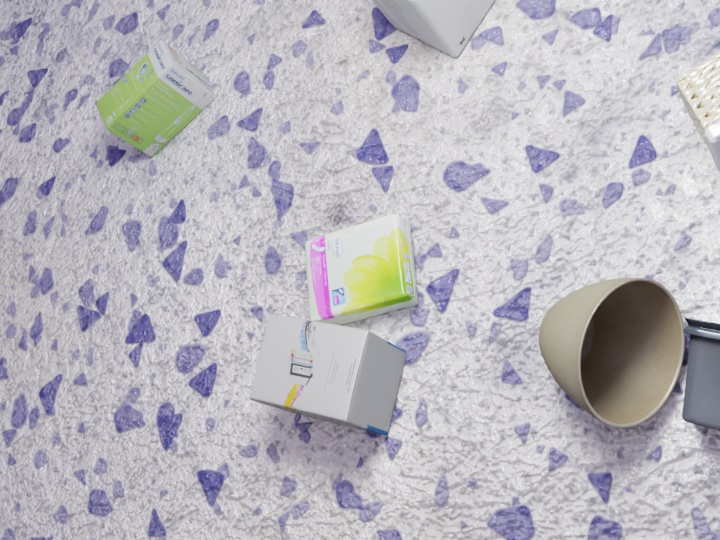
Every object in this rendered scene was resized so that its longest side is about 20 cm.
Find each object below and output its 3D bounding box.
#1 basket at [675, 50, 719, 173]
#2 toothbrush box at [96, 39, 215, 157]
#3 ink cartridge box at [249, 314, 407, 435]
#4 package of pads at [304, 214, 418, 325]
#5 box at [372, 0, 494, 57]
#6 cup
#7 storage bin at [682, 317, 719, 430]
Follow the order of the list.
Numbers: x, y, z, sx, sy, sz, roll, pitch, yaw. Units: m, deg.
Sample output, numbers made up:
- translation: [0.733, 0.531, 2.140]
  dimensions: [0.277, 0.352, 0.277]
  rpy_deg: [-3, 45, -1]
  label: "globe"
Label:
- translation: [0.563, -0.250, 1.268]
  dimensions: [0.198, 0.135, 0.125]
  rpy_deg: [-32, 56, 17]
  label: "basket"
- translation: [-0.427, -0.356, 1.885]
  dimensions: [0.199, 0.145, 0.087]
  rpy_deg: [-38, 58, 14]
  label: "toothbrush box"
- translation: [-0.053, 0.171, 1.479]
  dimensions: [0.197, 0.147, 0.148]
  rpy_deg: [7, 77, 32]
  label: "ink cartridge box"
- translation: [0.000, 0.000, 1.555]
  dimensions: [0.197, 0.068, 0.158]
  rpy_deg: [-15, 68, 25]
  label: "package of pads"
- translation: [0.127, -0.529, 1.581]
  dimensions: [0.171, 0.198, 0.202]
  rpy_deg: [37, 93, 34]
  label: "box"
- translation: [0.333, 0.101, 1.266]
  dimensions: [0.143, 0.198, 0.204]
  rpy_deg: [16, 80, 60]
  label: "cup"
- translation: [0.512, 0.148, 1.165]
  dimensions: [0.197, 0.145, 0.137]
  rpy_deg: [11, 89, 33]
  label: "storage bin"
